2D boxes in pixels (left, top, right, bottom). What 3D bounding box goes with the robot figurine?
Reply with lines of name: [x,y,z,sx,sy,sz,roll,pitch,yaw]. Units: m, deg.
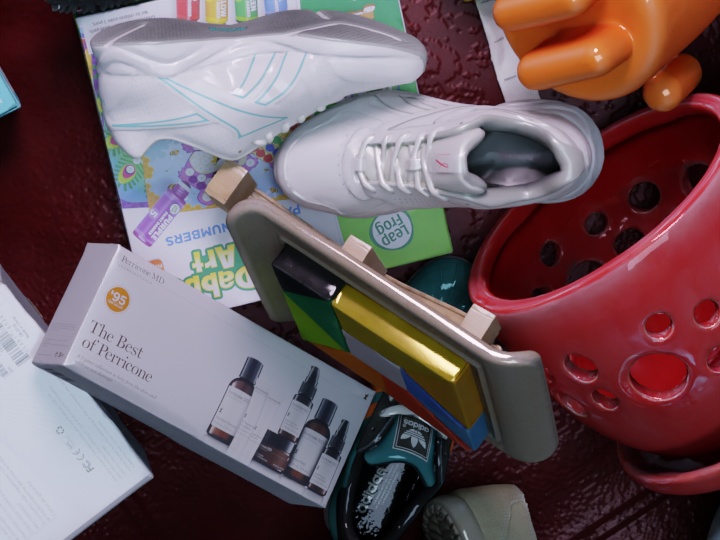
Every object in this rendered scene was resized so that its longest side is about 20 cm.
robot figurine: [0.158,-0.175,1.670,0.144,0.200,0.117,37,133,10]

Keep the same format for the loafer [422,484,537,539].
loafer: [0.106,0.223,1.773,0.068,0.076,0.201,-28,109,-20]

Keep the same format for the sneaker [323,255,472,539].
sneaker: [0.036,0.091,1.736,0.071,0.080,0.201,19,96,-11]

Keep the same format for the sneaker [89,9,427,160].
sneaker: [-0.059,-0.111,1.658,0.199,0.070,0.081,-3,108,-2]

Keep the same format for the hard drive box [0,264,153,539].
hard drive box: [-0.252,0.119,1.697,0.200,0.077,0.156,-37,103,-2]

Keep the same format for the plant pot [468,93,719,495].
plant pot: [0.194,0.020,1.697,0.200,0.200,0.183,-40,112,-1]

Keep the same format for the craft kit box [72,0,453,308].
craft kit box: [-0.060,-0.084,1.712,0.199,0.049,0.198,-14,104,-6]

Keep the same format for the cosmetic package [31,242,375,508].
cosmetic package: [-0.092,0.064,1.679,0.200,0.051,0.083,30,74,-27]

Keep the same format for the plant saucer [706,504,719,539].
plant saucer: [0.283,0.131,1.752,0.201,0.201,0.039,-38,67,-1]

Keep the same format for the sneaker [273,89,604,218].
sneaker: [0.043,-0.070,1.649,0.199,0.099,0.078,-5,95,7]

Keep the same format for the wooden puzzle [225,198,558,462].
wooden puzzle: [0.018,0.043,1.619,0.199,0.185,0.037,28,75,17]

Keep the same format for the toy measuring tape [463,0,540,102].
toy measuring tape: [0.084,-0.177,1.705,0.073,0.074,0.201,-18,101,-6]

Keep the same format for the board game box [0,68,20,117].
board game box: [-0.327,-0.117,1.660,0.199,0.047,0.151,-29,103,-3]

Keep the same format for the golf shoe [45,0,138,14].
golf shoe: [-0.125,-0.235,1.661,0.200,0.078,0.095,-39,68,-11]

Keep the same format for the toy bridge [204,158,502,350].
toy bridge: [0.000,0.000,1.663,0.200,0.067,0.027,31,82,15]
